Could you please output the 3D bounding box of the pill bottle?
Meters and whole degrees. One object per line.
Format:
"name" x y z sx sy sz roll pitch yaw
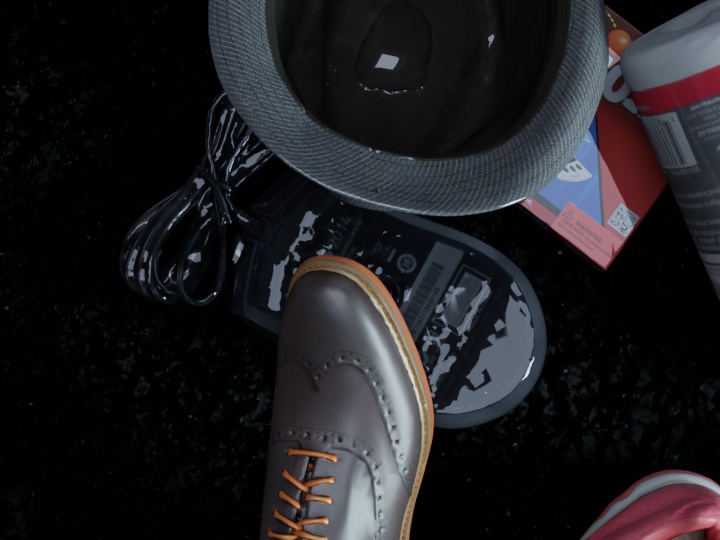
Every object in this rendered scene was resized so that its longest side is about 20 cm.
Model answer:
"pill bottle" 0.204 -0.029 0.813 0.110 0.111 0.202 -26 99 -3

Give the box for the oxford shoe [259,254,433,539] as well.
"oxford shoe" -0.010 0.095 0.791 0.070 0.072 0.202 3 109 23

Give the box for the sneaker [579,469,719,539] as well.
"sneaker" 0.094 0.165 0.817 0.200 0.087 0.074 -43 87 -3

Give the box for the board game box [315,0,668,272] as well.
"board game box" 0.068 -0.101 0.868 0.199 0.019 0.103 37 85 1

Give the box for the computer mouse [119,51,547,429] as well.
"computer mouse" 0.000 0.000 0.848 0.199 0.053 0.139 34 85 12

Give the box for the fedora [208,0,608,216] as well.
"fedora" 0.017 -0.099 0.802 0.175 0.090 0.202 8 66 -7
